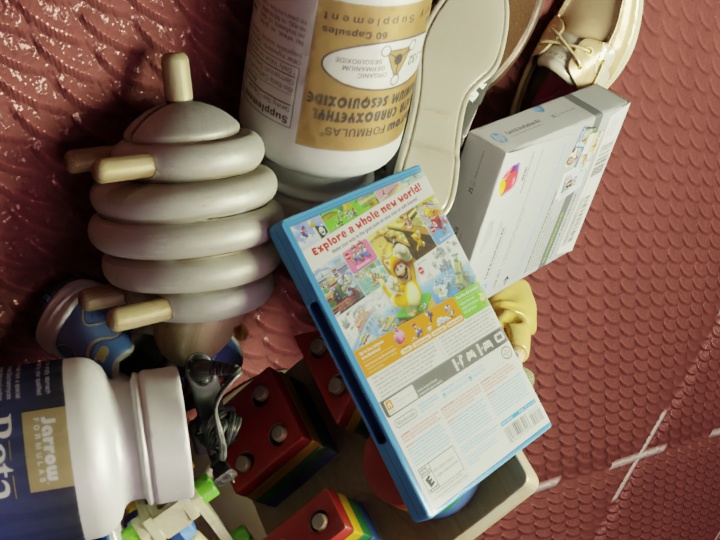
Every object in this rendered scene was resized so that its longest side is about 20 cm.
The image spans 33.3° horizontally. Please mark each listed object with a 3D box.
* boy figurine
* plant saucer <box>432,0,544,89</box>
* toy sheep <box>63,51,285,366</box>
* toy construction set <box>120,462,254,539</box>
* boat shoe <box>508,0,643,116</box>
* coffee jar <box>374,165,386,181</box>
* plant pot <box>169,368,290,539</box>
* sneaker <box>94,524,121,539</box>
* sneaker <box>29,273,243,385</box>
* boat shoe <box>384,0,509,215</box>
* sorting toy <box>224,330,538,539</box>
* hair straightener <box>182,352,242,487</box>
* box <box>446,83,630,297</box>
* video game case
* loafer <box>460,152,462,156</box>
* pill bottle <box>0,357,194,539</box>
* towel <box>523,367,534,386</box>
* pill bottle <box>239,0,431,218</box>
[{"bbox_3d":[0.110,0.072,1.165,0.200,0.124,0.065,-42,125,-49],"label":"boy figurine"},{"bbox_3d":[0.087,-0.207,0.946,0.200,0.032,0.201,-33,144,-29],"label":"plant saucer"},{"bbox_3d":[-0.113,-0.036,0.764,0.137,0.137,0.202,-17,114,-43],"label":"toy sheep"},{"bbox_3d":[-0.144,0.174,0.888,0.092,0.200,0.132,-40,112,-21],"label":"toy construction set"},{"bbox_3d":[0.183,-0.179,1.053,0.069,0.074,0.201,-18,135,-50],"label":"boat shoe"},{"bbox_3d":[0.000,0.000,0.976,0.104,0.085,0.200,-46,146,-16],"label":"coffee jar"},{"bbox_3d":[-0.048,0.213,1.036,0.199,0.173,0.201,-32,141,-31],"label":"plant pot"},{"bbox_3d":[-0.252,0.196,0.781,0.200,0.146,0.081,-37,144,-25],"label":"sneaker"},{"bbox_3d":[-0.145,0.064,0.859,0.200,0.077,0.076,18,104,-58],"label":"sneaker"},{"bbox_3d":[0.055,-0.123,0.882,0.066,0.057,0.201,21,76,-15],"label":"boat shoe"},{"bbox_3d":[-0.007,0.126,0.867,0.199,0.201,0.070,-40,142,13],"label":"sorting toy"},{"bbox_3d":[-0.089,0.100,0.790,0.041,0.077,0.200,-20,168,-17],"label":"hair straightener"},{"bbox_3d":[0.137,-0.060,0.998,0.200,0.041,0.157,-27,142,-47],"label":"box"},{"bbox_3d":[0.037,0.040,0.777,0.143,0.201,0.018,-25,178,-45],"label":"video game case"},{"bbox_3d":[0.084,-0.013,1.085,0.075,0.070,0.201,-18,133,-42],"label":"loafer"},{"bbox_3d":[-0.204,0.113,0.727,0.198,0.111,0.112,-8,133,-11],"label":"pill bottle"},{"bbox_3d":[0.076,0.171,1.181,0.200,0.037,0.148,-36,-177,35],"label":"towel"},{"bbox_3d":[-0.022,-0.125,0.805,0.114,0.114,0.201,-21,136,-40],"label":"pill bottle"}]
